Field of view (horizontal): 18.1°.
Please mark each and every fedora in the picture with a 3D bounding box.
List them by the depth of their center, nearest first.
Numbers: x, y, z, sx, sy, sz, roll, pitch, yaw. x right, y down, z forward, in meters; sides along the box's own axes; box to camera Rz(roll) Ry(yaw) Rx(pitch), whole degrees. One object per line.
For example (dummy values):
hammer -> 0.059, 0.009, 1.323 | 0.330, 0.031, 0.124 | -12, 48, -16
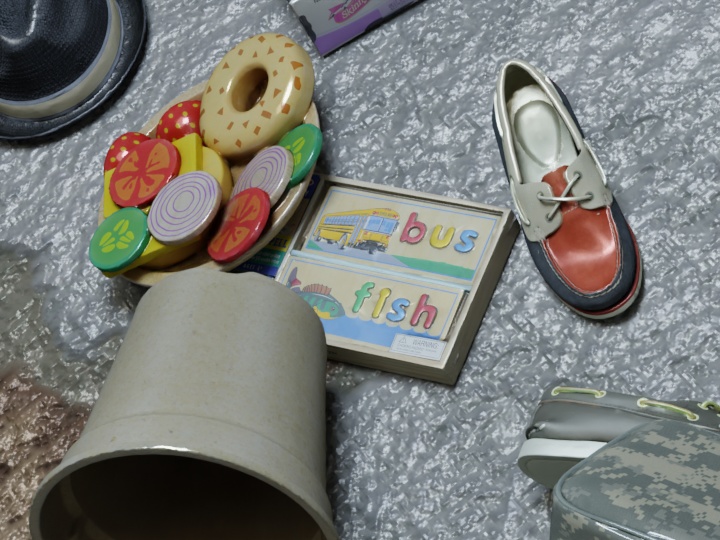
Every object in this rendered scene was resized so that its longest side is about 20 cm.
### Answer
fedora -> -0.268, -0.204, 1.783 | 0.200, 0.092, 0.201 | -11, 56, 17

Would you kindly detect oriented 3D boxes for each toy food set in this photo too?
toy food set -> -0.113, -0.072, 1.642 | 0.199, 0.049, 0.198 | -22, 47, 20

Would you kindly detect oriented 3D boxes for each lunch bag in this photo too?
lunch bag -> 0.207, 0.204, 1.291 | 0.200, 0.168, 0.139 | 20, 32, 32

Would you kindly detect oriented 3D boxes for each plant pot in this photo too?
plant pot -> -0.100, 0.106, 1.471 | 0.200, 0.201, 0.184 | -8, 46, 18

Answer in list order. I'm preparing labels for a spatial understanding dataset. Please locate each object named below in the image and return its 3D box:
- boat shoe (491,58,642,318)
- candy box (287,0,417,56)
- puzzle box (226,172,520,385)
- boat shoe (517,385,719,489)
boat shoe -> 0.137, -0.057, 1.542 | 0.071, 0.063, 0.200 | -21, 55, 7
candy box -> -0.005, -0.288, 1.742 | 0.167, 0.072, 0.200 | -29, 52, 3
puzzle box -> 0.000, 0.000, 1.585 | 0.199, 0.025, 0.133 | 11, 63, 28
boat shoe -> 0.199, 0.108, 1.403 | 0.201, 0.072, 0.060 | 4, 59, 24
